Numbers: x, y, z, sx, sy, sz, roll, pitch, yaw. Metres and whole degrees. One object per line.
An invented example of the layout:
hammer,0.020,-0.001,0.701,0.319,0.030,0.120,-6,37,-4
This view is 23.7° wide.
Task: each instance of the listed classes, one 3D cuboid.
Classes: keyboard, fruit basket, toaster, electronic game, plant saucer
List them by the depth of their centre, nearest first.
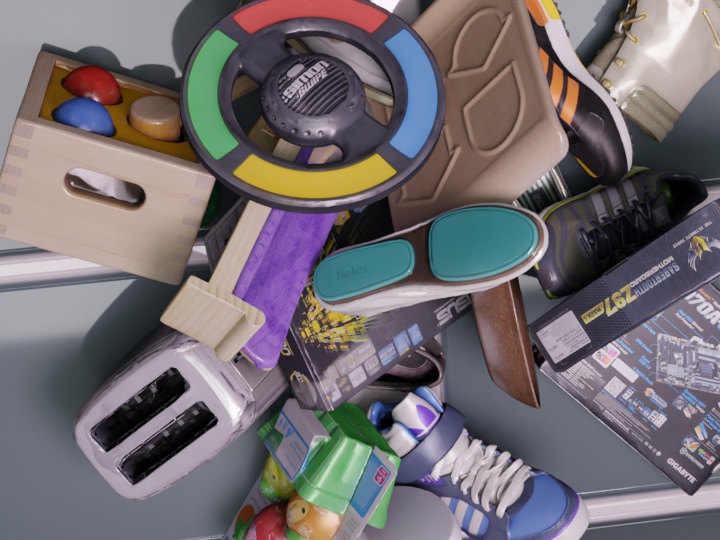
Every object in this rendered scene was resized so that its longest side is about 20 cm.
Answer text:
electronic game,-0.036,-0.129,1.283,0.200,0.042,0.200,1,60,-1
plant saucer,0.112,0.019,1.410,0.037,0.200,0.201,-11,106,8
keyboard,-0.062,-0.081,1.414,0.011,0.056,0.200,35,68,13
toaster,-0.156,0.109,1.434,0.200,0.129,0.114,-36,94,17
fruit basket,-0.059,0.206,1.463,0.094,0.185,0.200,32,98,-30

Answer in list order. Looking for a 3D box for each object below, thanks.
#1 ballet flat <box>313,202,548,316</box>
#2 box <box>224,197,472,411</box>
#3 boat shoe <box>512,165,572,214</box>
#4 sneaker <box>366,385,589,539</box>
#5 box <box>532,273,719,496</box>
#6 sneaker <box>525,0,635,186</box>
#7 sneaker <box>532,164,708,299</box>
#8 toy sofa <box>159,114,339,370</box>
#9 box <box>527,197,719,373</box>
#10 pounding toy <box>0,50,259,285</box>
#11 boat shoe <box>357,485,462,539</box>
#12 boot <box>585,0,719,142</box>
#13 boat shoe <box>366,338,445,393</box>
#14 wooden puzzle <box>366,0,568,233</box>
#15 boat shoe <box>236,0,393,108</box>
ballet flat,0.060,-0.004,1.310,0.200,0.069,0.069,-14,108,27
box,0.000,0.000,1.436,0.200,0.049,0.161,-33,110,-33
boat shoe,0.136,-0.099,1.468,0.072,0.062,0.200,-35,106,3
sneaker,0.086,0.165,1.459,0.081,0.200,0.146,-52,125,-21
box,0.277,0.083,1.542,0.200,0.046,0.159,39,97,-15
sneaker,0.146,-0.147,1.427,0.090,0.070,0.200,-29,89,-23
sneaker,0.214,-0.040,1.433,0.200,0.081,0.074,-37,108,-38
toy sofa,-0.065,-0.030,1.310,0.098,0.083,0.200,29,60,-9
box,0.249,0.000,1.376,0.200,0.158,0.051,-36,82,34
pounding toy,-0.176,-0.102,1.380,0.200,0.184,0.142,16,114,-11
boat shoe,0.028,0.225,1.482,0.069,0.200,0.057,-47,118,-20
boot,0.232,-0.219,1.446,0.200,0.072,0.155,40,99,-18
boat shoe,-0.020,0.064,1.494,0.200,0.057,0.067,11,103,-10
wooden puzzle,0.085,-0.123,1.360,0.046,0.200,0.185,14,138,-37
boat shoe,-0.013,-0.191,1.375,0.200,0.075,0.068,35,101,24
